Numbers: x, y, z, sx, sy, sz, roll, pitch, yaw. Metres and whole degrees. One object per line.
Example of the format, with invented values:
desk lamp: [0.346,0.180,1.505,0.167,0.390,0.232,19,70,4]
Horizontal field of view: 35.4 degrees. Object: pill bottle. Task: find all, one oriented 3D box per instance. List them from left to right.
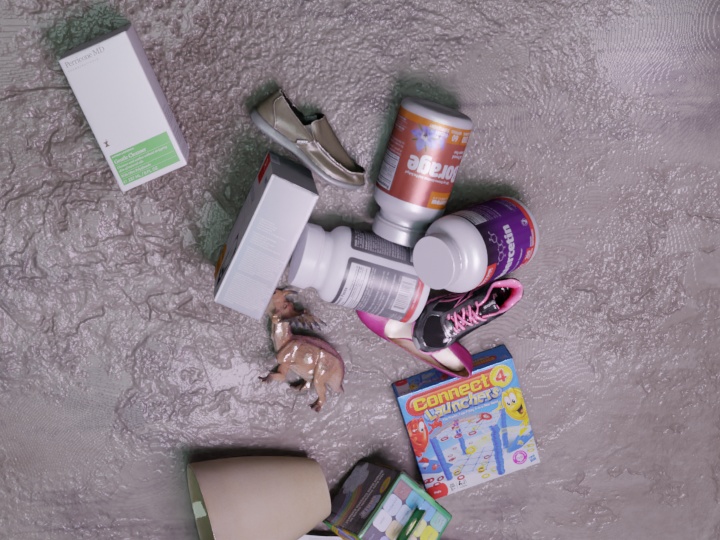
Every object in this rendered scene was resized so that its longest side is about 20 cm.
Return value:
pill bottle: [0.000,0.000,1.686,0.197,0.116,0.117,16,106,-13]
pill bottle: [0.085,-0.142,1.652,0.111,0.112,0.203,14,106,-12]
pill bottle: [0.168,-0.035,1.652,0.199,0.111,0.114,-21,117,-44]

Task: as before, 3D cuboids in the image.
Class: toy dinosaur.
toy dinosaur: [-0.078,0.128,1.738,0.199,0.086,0.136,33,94,-22]

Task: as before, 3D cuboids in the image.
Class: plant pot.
plant pot: [-0.152,0.369,1.766,0.197,0.187,0.190,-13,110,-17]

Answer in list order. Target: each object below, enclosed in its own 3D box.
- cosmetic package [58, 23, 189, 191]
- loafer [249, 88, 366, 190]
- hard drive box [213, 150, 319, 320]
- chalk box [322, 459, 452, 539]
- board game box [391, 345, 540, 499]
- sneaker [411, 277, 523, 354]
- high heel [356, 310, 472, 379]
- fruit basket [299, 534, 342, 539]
cosmetic package: [-0.328,-0.229,1.580,0.106,0.085,0.202,-23,111,3]
loafer: [-0.066,-0.190,1.634,0.199,0.075,0.070,34,105,-17]
hard drive box: [-0.138,-0.053,1.628,0.076,0.156,0.202,24,103,-14]
chalk box: [0.050,0.392,1.762,0.124,0.199,0.125,43,73,-19]
board game box: [0.172,0.247,1.824,0.197,0.056,0.198,-19,110,-1]
sneaker: [0.166,0.061,1.707,0.199,0.095,0.080,-29,96,-24]
high heel: [0.085,0.108,1.743,0.199,0.096,0.068,32,102,-17]
fruit basket: [-0.064,0.519,1.877,0.197,0.094,0.188,6,108,-26]
